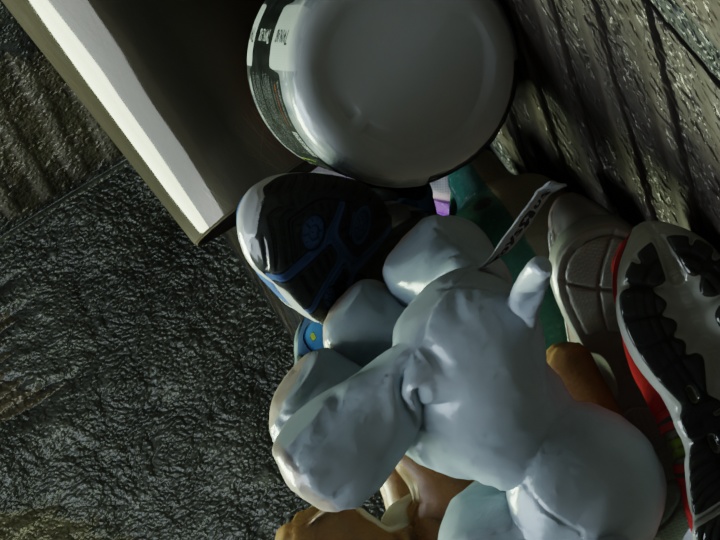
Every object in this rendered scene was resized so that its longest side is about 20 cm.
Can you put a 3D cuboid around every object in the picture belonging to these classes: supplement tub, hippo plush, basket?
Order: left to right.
[{"bbox_3d":[-0.108,-0.128,1.637,0.200,0.136,0.180,54,168,3],"label":"basket"},{"bbox_3d":[0.006,-0.110,1.488,0.123,0.122,0.200,60,173,-10],"label":"supplement tub"},{"bbox_3d":[0.071,0.066,1.314,0.161,0.200,0.160,43,-154,-16],"label":"hippo plush"}]

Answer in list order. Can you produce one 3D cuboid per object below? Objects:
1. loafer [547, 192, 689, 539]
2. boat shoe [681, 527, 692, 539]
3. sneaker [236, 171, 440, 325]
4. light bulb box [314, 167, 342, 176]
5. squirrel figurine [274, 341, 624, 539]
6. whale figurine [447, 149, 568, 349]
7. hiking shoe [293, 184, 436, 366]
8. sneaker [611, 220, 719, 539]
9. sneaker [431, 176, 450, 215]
[{"bbox_3d":[0.142,0.049,1.451,0.063,0.072,0.201,-111,1,-62],"label":"loafer"},{"bbox_3d":[0.206,0.155,1.450,0.066,0.070,0.200,35,162,17],"label":"boat shoe"},{"bbox_3d":[-0.024,-0.012,1.415,0.077,0.076,0.200,16,178,22],"label":"sneaker"},{"bbox_3d":[-0.025,-0.086,1.863,0.198,0.124,0.201,52,170,51],"label":"light bulb box"},{"bbox_3d":[0.056,0.165,1.415,0.201,0.186,0.141,61,157,-1],"label":"squirrel figurine"},{"bbox_3d":[0.079,0.009,1.562,0.160,0.103,0.200,61,176,-20],"label":"whale figurine"},{"bbox_3d":[0.000,0.000,1.548,0.200,0.074,0.087,-76,-19,-58],"label":"hiking shoe"},{"bbox_3d":[0.170,0.068,1.304,0.085,0.077,0.201,-125,15,-80],"label":"sneaker"},{"bbox_3d":[0.019,-0.080,1.702,0.201,0.088,0.080,59,173,-10],"label":"sneaker"}]
